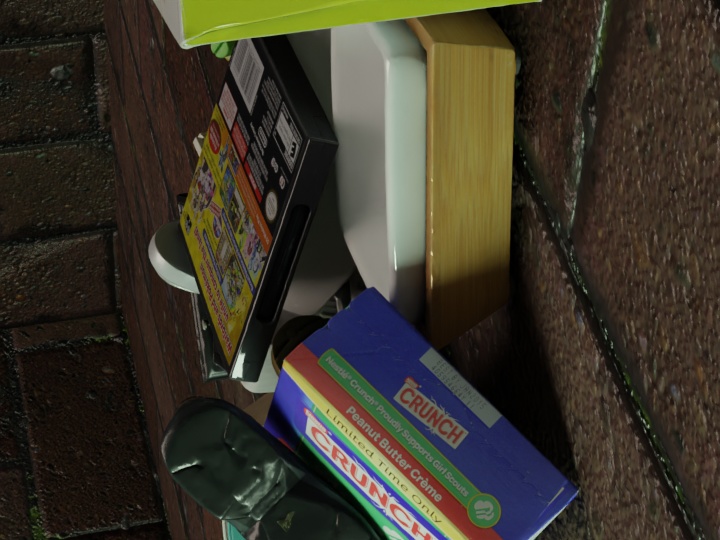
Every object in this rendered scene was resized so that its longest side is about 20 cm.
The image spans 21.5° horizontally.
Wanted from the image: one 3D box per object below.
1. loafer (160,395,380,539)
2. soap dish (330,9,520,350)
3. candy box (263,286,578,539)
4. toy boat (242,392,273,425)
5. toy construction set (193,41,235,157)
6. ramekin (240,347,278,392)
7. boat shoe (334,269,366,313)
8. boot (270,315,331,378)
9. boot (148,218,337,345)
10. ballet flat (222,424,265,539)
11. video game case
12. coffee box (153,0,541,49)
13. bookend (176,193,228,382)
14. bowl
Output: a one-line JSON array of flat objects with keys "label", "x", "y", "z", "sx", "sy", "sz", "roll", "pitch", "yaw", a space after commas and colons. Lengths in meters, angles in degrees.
[{"label": "loafer", "x": -0.040, "y": 0.149, "z": 1.147, "sx": 0.200, "sy": 0.073, "sz": 0.072, "roll": 52, "pitch": -177, "yaw": -10}, {"label": "soap dish", "x": 0.037, "y": -0.078, "z": 1.127, "sx": 0.158, "sy": 0.081, "sz": 0.201, "roll": -117, "pitch": 22, "yaw": -57}, {"label": "candy box", "x": 0.027, "y": 0.119, "z": 1.144, "sx": 0.169, "sy": 0.077, "sz": 0.200, "roll": 45, "pitch": 159, "yaw": 9}, {"label": "toy boat", "x": -0.042, "y": 0.194, "z": 1.664, "sx": 0.131, "sy": 0.130, "sz": 0.200, "roll": 54, "pitch": -177, "yaw": -28}, {"label": "toy construction set", "x": -0.082, "y": -0.132, "z": 1.537, "sx": 0.131, "sy": 0.092, "sz": 0.200, "roll": 37, "pitch": 137, "yaw": 14}, {"label": "ramekin", "x": -0.065, "y": 0.011, "z": 1.638, "sx": 0.200, "sy": 0.097, "sz": 0.202, "roll": 172, "pitch": 90, "yaw": -78}, {"label": "boat shoe", "x": 0.000, "y": 0.000, "z": 1.392, "sx": 0.074, "sy": 0.066, "sz": 0.201, "roll": 106, "pitch": 153, "yaw": -63}, {"label": "boot", "x": -0.001, "y": 0.145, "z": 1.353, "sx": 0.175, "sy": 0.066, "sz": 0.200, "roll": 41, "pitch": 150, "yaw": 21}, {"label": "boot", "x": -0.085, "y": 0.019, "z": 1.456, "sx": 0.096, "sy": 0.199, "sz": 0.074, "roll": -53, "pitch": 43, "yaw": 37}, {"label": "ballet flat", "x": -0.062, "y": 0.214, "z": 1.397, "sx": 0.069, "sy": 0.069, "sz": 0.201, "roll": 155, "pitch": 111, "yaw": -78}, {"label": "video game case", "x": -0.073, "y": -0.055, "z": 1.280, "sx": 0.200, "sy": 0.025, "sz": 0.181, "roll": -115, "pitch": 40, "yaw": -55}, {"label": "coffee box", "x": -0.025, "y": -0.251, "z": 1.013, "sx": 0.198, "sy": 0.199, "sz": 0.201, "roll": -122, "pitch": 26, "yaw": -62}, {"label": "bookend", "x": -0.115, "y": 0.019, "z": 1.894, "sx": 0.199, "sy": 0.092, "sz": 0.201, "roll": -160, "pitch": 62, "yaw": -77}, {"label": "bowl", "x": -0.042, "y": -0.088, "z": 1.350, "sx": 0.200, "sy": 0.074, "sz": 0.201, "roll": 131, "pitch": 143, "yaw": -52}]
